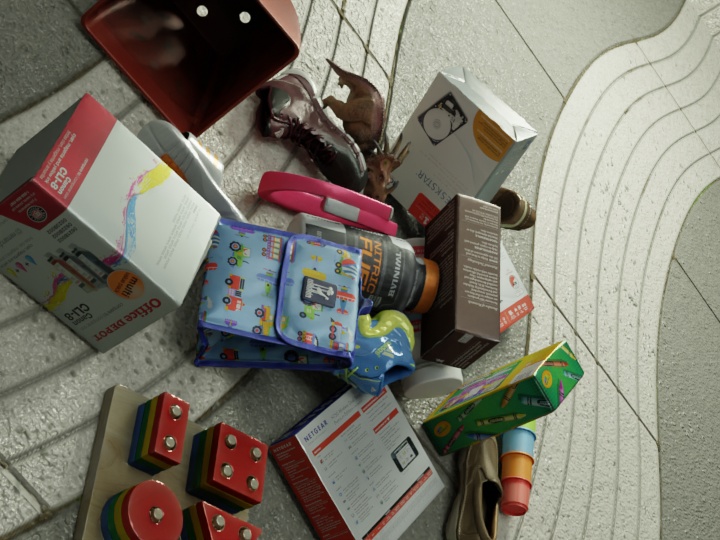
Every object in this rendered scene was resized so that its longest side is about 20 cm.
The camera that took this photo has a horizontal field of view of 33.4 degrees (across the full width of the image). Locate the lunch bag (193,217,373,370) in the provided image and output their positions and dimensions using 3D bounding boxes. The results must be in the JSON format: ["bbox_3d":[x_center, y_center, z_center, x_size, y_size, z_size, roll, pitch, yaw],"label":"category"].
[{"bbox_3d":[-0.085,0.037,1.395,0.197,0.094,0.152,7,55,-6],"label":"lunch bag"}]

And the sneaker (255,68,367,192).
[{"bbox_3d":[-0.081,-0.177,1.643,0.115,0.076,0.201,-26,79,-49],"label":"sneaker"}]

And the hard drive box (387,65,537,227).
[{"bbox_3d":[0.135,-0.167,1.745,0.156,0.201,0.077,43,34,16],"label":"hard drive box"}]

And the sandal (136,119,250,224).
[{"bbox_3d":[-0.193,-0.104,1.453,0.207,0.079,0.060,53,35,-27],"label":"sandal"}]

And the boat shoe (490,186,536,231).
[{"bbox_3d":[0.185,-0.105,1.841,0.074,0.075,0.202,20,9,-46],"label":"boat shoe"}]

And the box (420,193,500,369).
[{"bbox_3d":[0.132,0.014,1.567,0.074,0.100,0.202,16,60,-18],"label":"box"}]

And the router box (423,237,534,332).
[{"bbox_3d":[0.167,0.016,1.830,0.199,0.049,0.181,-27,89,-54],"label":"router box"}]

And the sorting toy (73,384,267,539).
[{"bbox_3d":[-0.183,0.238,1.247,0.199,0.069,0.201,34,45,-34],"label":"sorting toy"}]

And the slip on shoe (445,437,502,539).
[{"bbox_3d":[0.167,0.296,1.638,0.076,0.060,0.201,51,38,-23],"label":"slip on shoe"}]

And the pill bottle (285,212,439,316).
[{"bbox_3d":[0.000,0.000,1.536,0.198,0.106,0.107,13,55,-19],"label":"pill bottle"}]

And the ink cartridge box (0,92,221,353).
[{"bbox_3d":[-0.275,-0.045,1.249,0.200,0.145,0.146,42,41,-24],"label":"ink cartridge box"}]

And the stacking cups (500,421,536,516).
[{"bbox_3d":[0.231,0.256,1.746,0.060,0.060,0.202,36,43,-31],"label":"stacking cups"}]

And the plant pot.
[{"bbox_3d":[-0.192,-0.321,1.504,0.200,0.199,0.177,48,26,-18],"label":"plant pot"}]

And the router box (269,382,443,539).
[{"bbox_3d":[0.001,0.242,1.473,0.200,0.049,0.181,-33,94,-54],"label":"router box"}]

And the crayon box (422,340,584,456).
[{"bbox_3d":[0.193,0.174,1.635,0.059,0.199,0.119,59,37,-3],"label":"crayon box"}]

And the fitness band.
[{"bbox_3d":[-0.040,-0.086,1.566,0.199,0.143,0.038,20,86,-37],"label":"fitness band"}]

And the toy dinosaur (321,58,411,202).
[{"bbox_3d":[0.009,-0.205,1.688,0.085,0.135,0.202,-29,123,-36],"label":"toy dinosaur"}]

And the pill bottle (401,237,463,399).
[{"bbox_3d":[0.080,0.067,1.643,0.108,0.108,0.202,13,57,-46],"label":"pill bottle"}]

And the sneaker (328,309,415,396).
[{"bbox_3d":[-0.019,0.100,1.465,0.197,0.076,0.106,-5,48,-18],"label":"sneaker"}]
